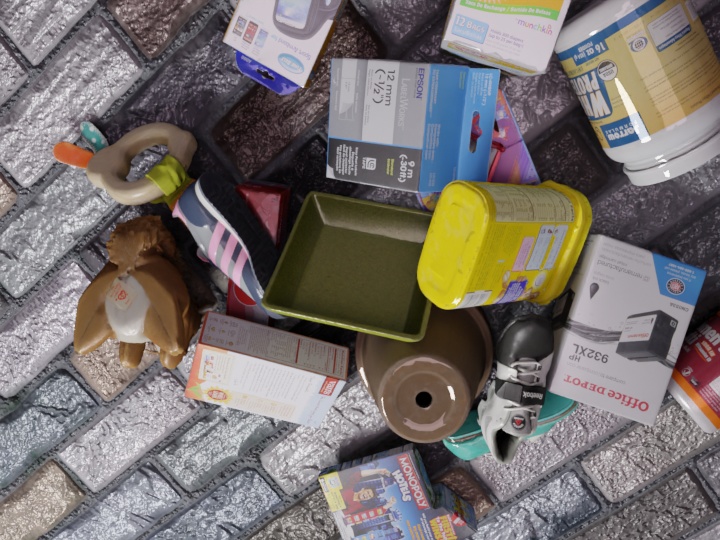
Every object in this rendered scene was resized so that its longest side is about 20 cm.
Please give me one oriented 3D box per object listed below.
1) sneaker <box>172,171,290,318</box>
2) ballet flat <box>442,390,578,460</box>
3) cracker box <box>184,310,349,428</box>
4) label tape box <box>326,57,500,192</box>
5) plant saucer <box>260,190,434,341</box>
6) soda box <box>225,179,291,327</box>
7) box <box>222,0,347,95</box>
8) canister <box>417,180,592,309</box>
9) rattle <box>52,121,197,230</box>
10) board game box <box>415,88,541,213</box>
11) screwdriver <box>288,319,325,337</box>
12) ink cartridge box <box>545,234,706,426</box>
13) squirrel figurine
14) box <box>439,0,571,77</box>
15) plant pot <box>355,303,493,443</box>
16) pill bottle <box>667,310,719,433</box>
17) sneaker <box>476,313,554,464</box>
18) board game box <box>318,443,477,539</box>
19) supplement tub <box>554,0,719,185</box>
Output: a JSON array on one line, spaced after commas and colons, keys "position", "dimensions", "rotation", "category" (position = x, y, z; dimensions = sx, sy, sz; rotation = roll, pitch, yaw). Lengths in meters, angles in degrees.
[{"position": [-0.157, -0.020, 0.789], "dimensions": [0.081, 0.070, 0.202], "rotation": [-27, 97, 31], "category": "sneaker"}, {"position": [0.212, 0.217, 0.890], "dimensions": [0.196, 0.068, 0.071], "rotation": [-20, 127, 11], "category": "ballet flat"}, {"position": [-0.127, 0.138, 0.850], "dimensions": [0.196, 0.059, 0.135], "rotation": [17, 136, -12], "category": "cracker box"}, {"position": [0.057, -0.173, 0.754], "dimensions": [0.196, 0.066, 0.147], "rotation": [14, 109, 30], "category": "label tape box"}, {"position": [0.000, 0.000, 0.791], "dimensions": [0.195, 0.202, 0.048], "rotation": [11, 141, 10], "category": "plant saucer"}, {"position": [-0.139, -0.015, 0.851], "dimensions": [0.062, 0.070, 0.205], "rotation": [9, 106, 4], "category": "soda box"}, {"position": [-0.085, -0.325, 0.777], "dimensions": [0.117, 0.042, 0.203], "rotation": [27, 104, -2], "category": "box"}, {"position": [0.171, -0.031, 0.745], "dimensions": [0.197, 0.086, 0.152], "rotation": [-3, 119, -40], "category": "canister"}, {"position": [-0.297, -0.124, 0.859], "dimensions": [0.195, 0.143, 0.134], "rotation": [0, 74, 21], "category": "rattle"}, {"position": [0.139, -0.131, 0.806], "dimensions": [0.155, 0.039, 0.203], "rotation": [-24, 101, 11], "category": "board game box"}, {"position": [-0.021, 0.049, 0.880], "dimensions": [0.197, 0.028, 0.029], "rotation": [-30, 131, 12], "category": "screwdriver"}, {"position": [0.323, 0.072, 0.801], "dimensions": [0.142, 0.084, 0.205], "rotation": [18, 93, -1], "category": "ink cartridge box"}, {"position": [-0.265, 0.029, 0.834], "dimensions": [0.138, 0.187, 0.205], "rotation": [-8, 79, 9], "category": "squirrel figurine"}, {"position": [0.152, -0.277, 0.682], "dimensions": [0.110, 0.200, 0.103], "rotation": [18, 107, 0], "category": "box"}, {"position": [0.083, 0.126, 0.814], "dimensions": [0.195, 0.175, 0.205], "rotation": [1, 105, 4], "category": "plant pot"}, {"position": [0.485, 0.104, 0.801], "dimensions": [0.110, 0.110, 0.200], "rotation": [44, 105, -7], "category": "pill bottle"}, {"position": [0.196, 0.151, 0.766], "dimensions": [0.072, 0.089, 0.204], "rotation": [5, 121, -3], "category": "sneaker"}, {"position": [0.064, 0.351, 0.936], "dimensions": [0.196, 0.062, 0.204], "rotation": [-18, 103, 9], "category": "board game box"}, {"position": [0.321, -0.216, 0.711], "dimensions": [0.143, 0.145, 0.202], "rotation": [-30, 100, 13], "category": "supplement tub"}]
